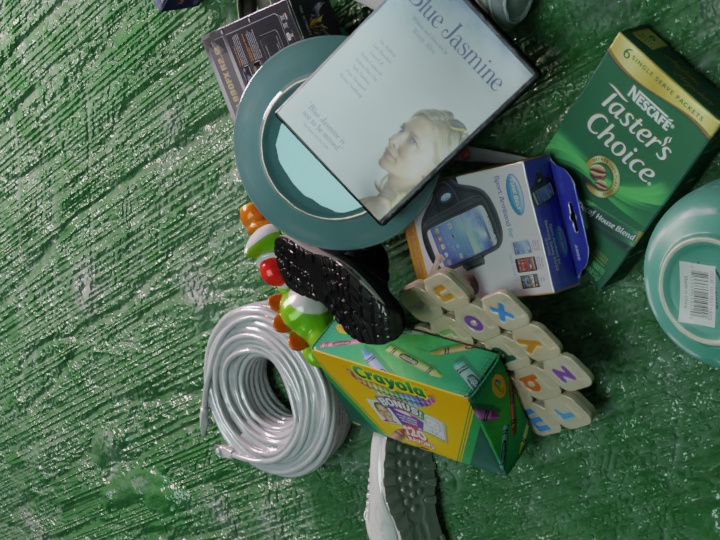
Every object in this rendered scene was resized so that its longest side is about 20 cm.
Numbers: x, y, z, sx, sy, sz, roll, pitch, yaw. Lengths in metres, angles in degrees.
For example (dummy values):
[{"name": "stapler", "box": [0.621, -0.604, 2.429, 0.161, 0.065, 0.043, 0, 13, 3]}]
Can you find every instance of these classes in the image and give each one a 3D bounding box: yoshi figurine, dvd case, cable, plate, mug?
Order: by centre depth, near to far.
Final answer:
[{"name": "mug", "box": [0.311, 0.015, 1.098, 0.185, 0.114, 0.152, 53, 132, 17]}, {"name": "dvd case", "box": [0.040, -0.155, 1.225, 0.200, 0.018, 0.143, -43, 91, 19]}, {"name": "plate", "box": [-0.024, -0.114, 1.273, 0.200, 0.026, 0.201, 3, 104, 12]}, {"name": "yoshi figurine", "box": [-0.047, 0.004, 1.465, 0.112, 0.112, 0.200, -22, 71, 6]}, {"name": "cable", "box": [-0.092, 0.132, 1.548, 0.200, 0.069, 0.200, 21, 117, 36]}]

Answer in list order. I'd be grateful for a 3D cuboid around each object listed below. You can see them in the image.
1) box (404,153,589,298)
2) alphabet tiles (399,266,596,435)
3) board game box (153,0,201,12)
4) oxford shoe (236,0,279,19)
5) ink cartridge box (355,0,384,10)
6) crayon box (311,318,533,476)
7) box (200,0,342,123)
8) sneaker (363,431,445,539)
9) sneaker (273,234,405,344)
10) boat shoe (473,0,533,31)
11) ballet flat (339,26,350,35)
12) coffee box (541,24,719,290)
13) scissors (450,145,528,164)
[{"name": "box", "box": [0.119, -0.033, 1.260, 0.200, 0.041, 0.119, -10, 96, 54]}, {"name": "alphabet tiles", "box": [0.126, 0.077, 1.294, 0.200, 0.015, 0.196, 44, 152, -9]}, {"name": "board game box", "box": [-0.202, -0.416, 1.466, 0.200, 0.062, 0.200, 54, 133, 14]}, {"name": "oxford shoe", "box": [-0.081, -0.209, 1.429, 0.075, 0.058, 0.200, -11, 98, 43]}, {"name": "ink cartridge box", "box": [0.013, -0.328, 1.279, 0.200, 0.084, 0.146, 32, 124, 32]}, {"name": "crayon box", "box": [0.059, 0.117, 1.356, 0.200, 0.058, 0.119, 14, 143, 40]}, {"name": "box", "box": [-0.062, -0.157, 1.352, 0.158, 0.048, 0.200, -10, 103, 53]}, {"name": "sneaker", "box": [0.034, 0.243, 1.470, 0.080, 0.076, 0.200, 6, 107, 52]}, {"name": "sneaker", "box": [0.000, 0.000, 1.337, 0.200, 0.087, 0.076, 37, 140, 49]}, {"name": "boat shoe", "box": [0.149, -0.293, 1.175, 0.071, 0.070, 0.201, 30, 120, 36]}, {"name": "ballet flat", "box": [0.012, -0.166, 1.352, 0.200, 0.067, 0.070, 43, 128, 32]}, {"name": "coffee box", "box": [0.223, -0.095, 1.191, 0.123, 0.044, 0.200, 49, 132, 21]}, {"name": "scissors", "box": [0.090, -0.119, 1.329, 0.200, 0.014, 0.073, -7, 98, 46]}]
